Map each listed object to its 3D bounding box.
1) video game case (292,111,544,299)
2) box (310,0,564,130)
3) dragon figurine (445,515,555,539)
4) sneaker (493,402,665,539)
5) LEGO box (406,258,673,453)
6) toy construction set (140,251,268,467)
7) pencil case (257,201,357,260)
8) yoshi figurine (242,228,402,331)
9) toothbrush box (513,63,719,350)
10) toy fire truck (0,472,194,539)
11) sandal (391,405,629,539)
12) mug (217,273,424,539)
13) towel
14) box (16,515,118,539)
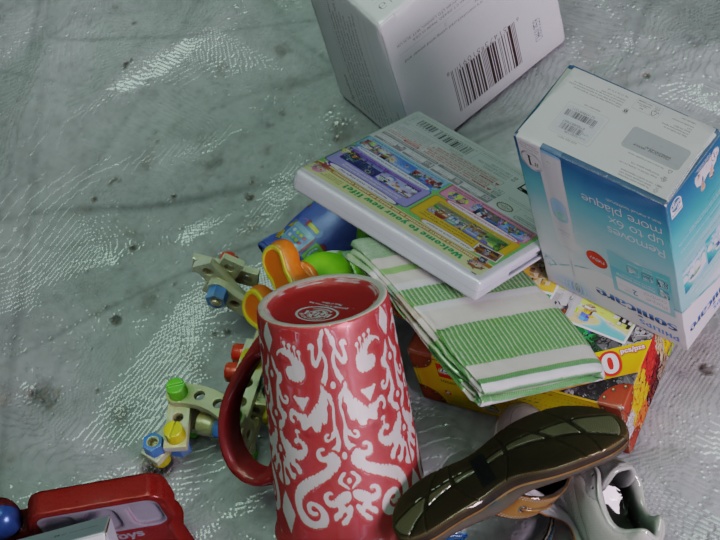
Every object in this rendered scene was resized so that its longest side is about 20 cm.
[{"bbox_3d":[0.072,-0.060,1.756,0.199,0.022,0.182,32,37,25],"label":"video game case"},{"bbox_3d":[0.070,-0.254,1.927,0.199,0.201,0.131,-39,55,-14],"label":"box"},{"bbox_3d":[0.071,0.239,1.639,0.198,0.100,0.059,-24,53,-2],"label":"dragon figurine"},{"bbox_3d":[0.184,0.167,1.654,0.075,0.092,0.200,-14,50,-33],"label":"sneaker"},{"bbox_3d":[0.162,0.053,1.761,0.198,0.077,0.150,14,60,24],"label":"LEGO box"},{"bbox_3d":[-0.113,0.083,1.815,0.130,0.092,0.202,3,67,18],"label":"toy construction set"},{"bbox_3d":[-0.001,-0.053,1.881,0.200,0.087,0.078,-40,93,-13],"label":"pencil case"},{"bbox_3d":[-0.009,-0.008,1.781,0.199,0.113,0.112,-12,12,-37],"label":"yoshi figurine"},{"bbox_3d":[0.215,-0.049,1.644,0.146,0.201,0.085,28,67,29],"label":"toothbrush box"},{"bbox_3d":[-0.234,0.225,1.690,0.198,0.168,0.113,-9,53,9],"label":"toy fire truck"},{"bbox_3d":[0.121,0.169,1.613,0.199,0.055,0.082,-31,31,3],"label":"sandal"},{"bbox_3d":[-0.038,0.118,1.666,0.176,0.202,0.134,-6,22,5],"label":"mug"},{"bbox_3d":[0.094,0.033,1.686,0.152,0.024,0.200,-9,42,-38],"label":"towel"},{"bbox_3d":[-0.242,0.309,1.626,0.154,0.202,0.041,-16,13,4],"label":"box"}]
